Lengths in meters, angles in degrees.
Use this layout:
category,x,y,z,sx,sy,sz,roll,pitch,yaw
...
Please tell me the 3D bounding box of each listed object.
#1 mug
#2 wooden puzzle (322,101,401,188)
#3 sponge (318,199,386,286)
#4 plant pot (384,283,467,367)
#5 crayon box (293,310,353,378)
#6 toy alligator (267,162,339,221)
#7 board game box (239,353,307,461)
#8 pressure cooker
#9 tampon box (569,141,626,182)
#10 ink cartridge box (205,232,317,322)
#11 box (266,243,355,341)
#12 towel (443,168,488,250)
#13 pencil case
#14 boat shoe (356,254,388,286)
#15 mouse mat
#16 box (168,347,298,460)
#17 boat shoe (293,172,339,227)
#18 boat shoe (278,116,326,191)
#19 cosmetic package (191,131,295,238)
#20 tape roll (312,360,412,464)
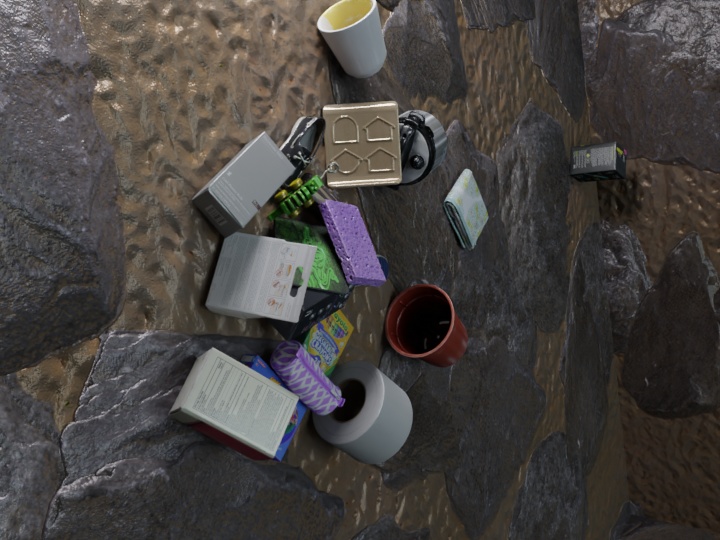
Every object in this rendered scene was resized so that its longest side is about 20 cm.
category,x,y,z,sx,sy,sz,roll,pitch,yaw
mug,0.002,-0.567,1.634,0.188,0.148,0.154,-57,139,-27
wooden puzzle,0.005,-0.303,1.632,0.046,0.182,0.204,-139,-134,-89
sponge,-0.017,-0.061,1.504,0.111,0.030,0.202,6,56,-50
plant pot,0.195,0.168,1.844,0.195,0.198,0.204,41,58,-53
crayon box,-0.088,0.150,1.575,0.126,0.051,0.202,54,50,-37
toy alligator,-0.119,-0.172,1.466,0.199,0.054,0.060,-39,111,-9
board game box,-0.207,0.291,1.425,0.201,0.044,0.135,55,50,-36
pressure cooker,0.124,-0.315,1.730,0.178,0.176,0.200,68,29,-13
tampon box,1.025,-0.466,2.903,0.149,0.198,0.129,13,79,-51
ink cartridge box,-0.192,0.017,1.328,0.050,0.197,0.163,66,35,-69
box,-0.115,0.043,1.458,0.199,0.122,0.107,-31,157,-48
towel,0.337,-0.191,2.136,0.172,0.048,0.202,-57,132,-39
pencil case,-0.114,0.236,1.461,0.201,0.085,0.085,52,55,-36
boat shoe,0.000,0.000,1.673,0.199,0.071,0.074,-6,93,-57
mouse mat,-0.107,-0.035,1.454,0.159,0.008,0.202,11,44,-25
box,-0.239,0.257,1.273,0.199,0.109,0.129,33,61,-17
boat shoe,-0.075,-0.158,1.579,0.200,0.074,0.074,41,59,-45
boat shoe,-0.134,-0.265,1.513,0.074,0.060,0.202,51,52,-41
cosmetic package,-0.231,-0.173,1.352,0.107,0.090,0.201,47,54,-19
tape roll,0.005,0.331,1.574,0.139,0.200,0.205,44,56,-43
